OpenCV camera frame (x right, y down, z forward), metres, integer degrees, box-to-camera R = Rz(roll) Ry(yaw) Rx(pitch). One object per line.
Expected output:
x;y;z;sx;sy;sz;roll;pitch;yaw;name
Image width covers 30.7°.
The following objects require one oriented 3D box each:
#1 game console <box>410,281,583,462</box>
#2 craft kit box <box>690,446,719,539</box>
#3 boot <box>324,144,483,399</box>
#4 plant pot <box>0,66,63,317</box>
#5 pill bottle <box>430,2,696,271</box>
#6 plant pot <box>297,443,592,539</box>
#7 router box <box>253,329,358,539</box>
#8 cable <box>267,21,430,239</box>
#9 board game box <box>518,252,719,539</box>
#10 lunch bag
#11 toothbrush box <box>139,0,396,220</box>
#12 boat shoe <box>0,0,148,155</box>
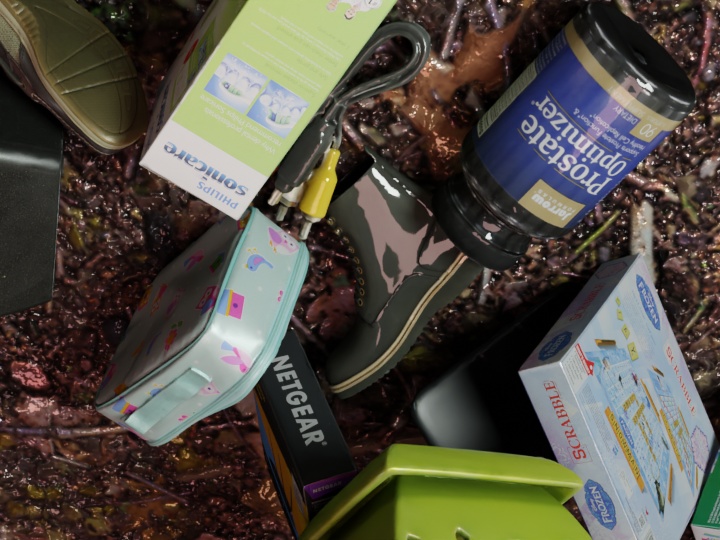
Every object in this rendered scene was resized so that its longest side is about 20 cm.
0.142;0.138;1.156;0.200;0.116;0.176;-34;157;-21;game console
0.363;0.216;1.165;0.048;0.200;0.198;-1;130;38;craft kit box
0.000;0.000;1.104;0.138;0.078;0.200;35;107;-17;boot
-0.316;-0.072;0.993;0.177;0.200;0.201;2;127;-14;plant pot
0.148;-0.095;0.998;0.112;0.112;0.200;31;121;-19;pill bottle
0.065;0.240;0.965;0.199;0.182;0.199;9;143;-25;plant pot
-0.046;0.169;1.141;0.051;0.200;0.150;-14;126;-12;router box
-0.027;-0.126;1.037;0.097;0.050;0.200;41;106;10;cable
0.217;0.117;1.063;0.041;0.199;0.201;-15;105;36;board game box
-0.131;0.053;1.068;0.077;0.161;0.200;32;138;-21;lunch bag
-0.065;-0.160;0.926;0.086;0.146;0.200;29;116;-18;toothbrush box
-0.230;-0.161;0.961;0.201;0.072;0.066;52;138;6;boat shoe
